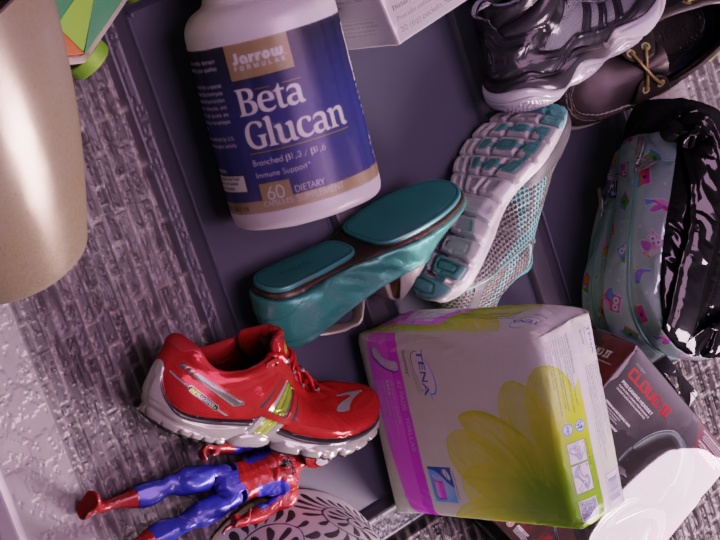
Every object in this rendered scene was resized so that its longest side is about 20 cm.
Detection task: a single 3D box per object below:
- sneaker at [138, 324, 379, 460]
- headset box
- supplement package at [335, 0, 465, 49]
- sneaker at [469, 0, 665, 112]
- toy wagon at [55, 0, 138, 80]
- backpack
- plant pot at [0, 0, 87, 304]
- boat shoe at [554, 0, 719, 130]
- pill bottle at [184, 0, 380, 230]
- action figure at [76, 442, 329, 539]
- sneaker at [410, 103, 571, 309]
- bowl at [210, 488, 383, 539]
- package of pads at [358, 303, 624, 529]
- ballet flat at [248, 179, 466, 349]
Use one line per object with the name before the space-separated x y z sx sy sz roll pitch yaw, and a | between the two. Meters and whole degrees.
sneaker | -0.060 0.081 1.555 0.199 0.077 0.085 7 107 -38
headset box | 0.190 0.155 1.736 0.200 0.077 0.149 -48 119 -10
supplement package | -0.006 -0.273 1.575 0.121 0.119 0.201 -36 111 -30
sneaker | 0.163 -0.217 1.722 0.200 0.075 0.114 -39 127 -26
toy wagon | -0.201 -0.234 1.476 0.155 0.039 0.201 44 66 -30
backpack | 0.263 -0.023 1.782 0.166 0.126 0.201 19 78 -33
plant pot | -0.251 -0.083 1.372 0.187 0.187 0.201 -42 130 -29
boat shoe | 0.232 -0.177 1.796 0.201 0.060 0.072 -35 111 -32
pill bottle | -0.061 -0.138 1.541 0.111 0.111 0.201 -23 104 -35
action figure | -0.101 0.156 1.551 0.199 0.052 0.066 -17 75 -38
sneaker | 0.108 -0.041 1.709 0.200 0.077 0.091 -56 136 -18
bowl | -0.024 0.263 1.588 0.200 0.094 0.202 0 90 -38
package of pads | 0.094 0.102 1.608 0.068 0.199 0.155 -21 103 -41
ballet flat | 0.000 0.000 1.627 0.200 0.067 0.071 -30 127 -31
